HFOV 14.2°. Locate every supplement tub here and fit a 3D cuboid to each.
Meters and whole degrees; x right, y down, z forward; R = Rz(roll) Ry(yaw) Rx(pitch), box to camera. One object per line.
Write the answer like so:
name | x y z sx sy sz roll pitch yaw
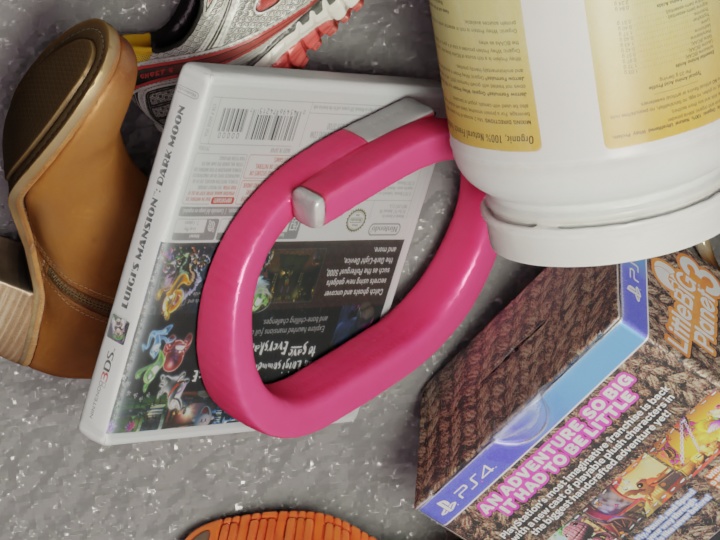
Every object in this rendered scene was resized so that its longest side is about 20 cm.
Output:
supplement tub | 0.105 -0.115 1.341 0.144 0.144 0.201 -12 108 -8

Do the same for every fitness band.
fitness band | 0.000 0.000 1.398 0.200 0.037 0.144 -30 134 -40

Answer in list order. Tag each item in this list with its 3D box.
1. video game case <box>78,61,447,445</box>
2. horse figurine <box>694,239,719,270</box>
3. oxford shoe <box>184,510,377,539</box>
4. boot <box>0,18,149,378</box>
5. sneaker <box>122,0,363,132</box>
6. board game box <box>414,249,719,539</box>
video game case | -0.042 -0.008 1.389 0.200 0.023 0.183 -2 112 -54
horse figurine | 0.252 0.017 1.510 0.199 0.050 0.133 -18 104 -8
oxford shoe | 0.002 0.176 1.492 0.199 0.073 0.072 11 61 3
boot | -0.104 -0.021 1.387 0.155 0.077 0.200 17 120 -20
sneaker | -0.040 -0.147 1.383 0.082 0.078 0.200 38 95 -18
board game box | 0.154 0.092 1.455 0.200 0.097 0.159 33 122 -19
